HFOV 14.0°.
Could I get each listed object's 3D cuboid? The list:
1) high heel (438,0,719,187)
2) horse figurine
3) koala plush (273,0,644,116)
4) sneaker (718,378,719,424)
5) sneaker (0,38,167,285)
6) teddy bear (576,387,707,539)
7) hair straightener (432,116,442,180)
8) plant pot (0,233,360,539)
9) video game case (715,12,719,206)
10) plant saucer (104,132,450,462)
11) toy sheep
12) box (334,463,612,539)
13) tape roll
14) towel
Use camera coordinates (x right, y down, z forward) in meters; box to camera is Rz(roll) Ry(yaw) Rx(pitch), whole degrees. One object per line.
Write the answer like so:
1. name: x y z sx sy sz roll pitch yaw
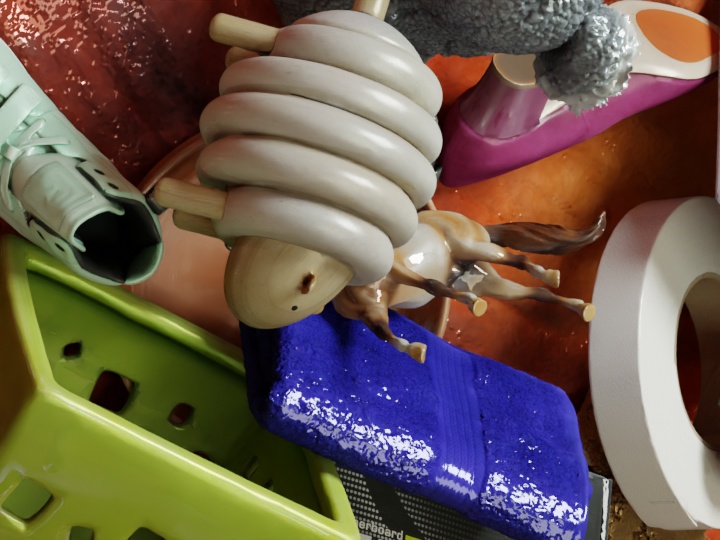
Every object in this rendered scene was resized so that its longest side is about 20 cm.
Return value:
1. high heel: 0.131 -0.102 1.733 0.199 0.068 0.096 -9 145 -35
2. horse figurine: 0.041 0.000 1.586 0.199 0.132 0.050 -15 119 -41
3. koala plush: 0.064 -0.168 1.566 0.184 0.200 0.178 -40 123 -12
4. sneaker: 0.271 0.063 1.778 0.200 0.072 0.072 -50 128 -47
5. sneaker: -0.177 -0.068 1.506 0.200 0.118 0.074 41 86 -33
6. teddy bear: 0.170 0.156 1.816 0.145 0.067 0.201 -47 123 -31
7. hair straightener: 0.000 0.000 1.680 0.077 0.041 0.201 8 108 -32
8. plant pot: -0.141 0.128 1.532 0.198 0.200 0.182 27 106 -22
9. video game case: 0.262 -0.053 1.751 0.022 0.201 0.182 -22 127 26
10. plant saucer: -0.048 0.010 1.640 0.199 0.032 0.202 -4 104 -15
11. toy sheep: -0.023 -0.065 1.493 0.137 0.138 0.201 23 79 -35
12. box: 0.043 0.182 1.625 0.199 0.047 0.194 20 65 -26
13. tape roll: 0.198 0.057 1.763 0.202 0.037 0.204 10 78 -57
14. towel: 0.032 0.070 1.583 0.199 0.148 0.050 24 113 -18
